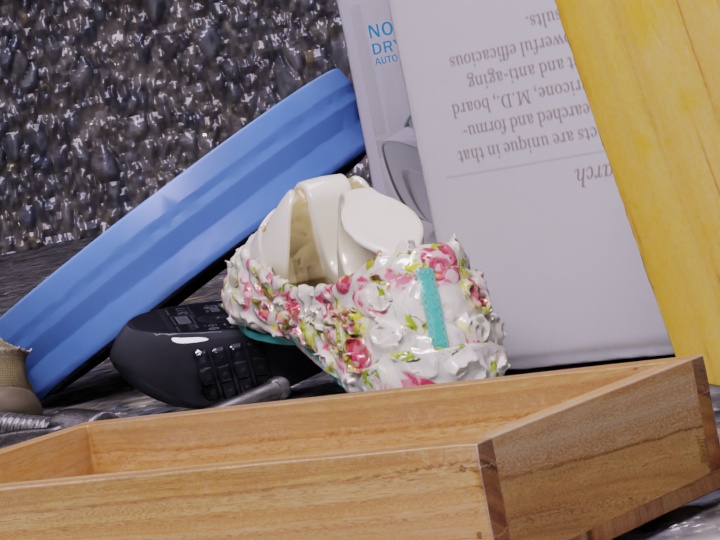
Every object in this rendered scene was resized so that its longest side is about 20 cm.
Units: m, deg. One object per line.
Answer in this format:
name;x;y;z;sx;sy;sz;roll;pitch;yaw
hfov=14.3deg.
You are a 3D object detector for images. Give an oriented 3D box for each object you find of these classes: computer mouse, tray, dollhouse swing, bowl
computer mouse;0.003;0.028;1.098;0.199;0.034;0.059;-5;12;-8
tray;-0.023;0.056;0.695;0.199;0.037;0.099;-7;5;37
dollhouse swing;0.197;-0.055;0.824;0.175;0.182;0.200;-21;-4;41
bowl;-0.077;-0.013;1.249;0.200;0.039;0.201;-37;0;0

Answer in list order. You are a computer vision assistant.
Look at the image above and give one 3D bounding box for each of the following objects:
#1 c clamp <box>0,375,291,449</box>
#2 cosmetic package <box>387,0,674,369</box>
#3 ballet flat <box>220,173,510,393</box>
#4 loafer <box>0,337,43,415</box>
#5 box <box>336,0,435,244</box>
c clamp;-0.152;0.060;0.968;0.199;0.027;0.171;2;11;34
cosmetic package;0.127;-0.082;1.025;0.166;0.201;0.167;-9;5;43
ballet flat;0.000;0.000;0.992;0.075;0.064;0.200;-14;14;-19
loafer;-0.182;0.038;1.153;0.076;0.068;0.200;-13;4;-23
box;0.100;-0.075;1.194;0.199;0.177;0.097;-10;4;5
